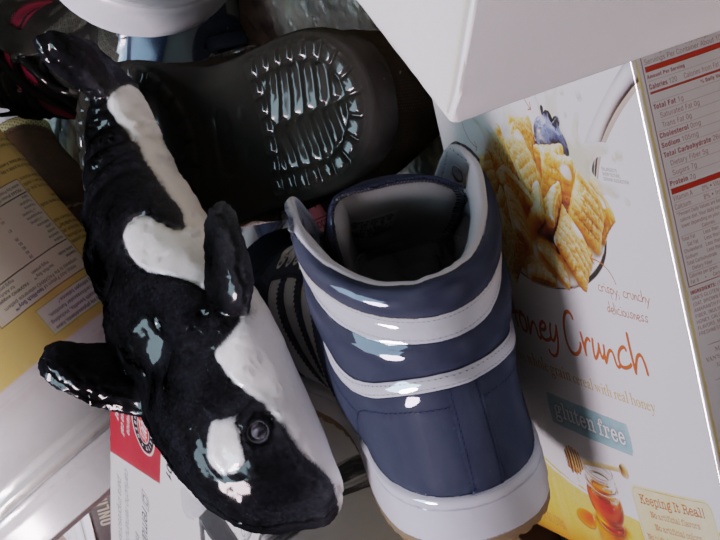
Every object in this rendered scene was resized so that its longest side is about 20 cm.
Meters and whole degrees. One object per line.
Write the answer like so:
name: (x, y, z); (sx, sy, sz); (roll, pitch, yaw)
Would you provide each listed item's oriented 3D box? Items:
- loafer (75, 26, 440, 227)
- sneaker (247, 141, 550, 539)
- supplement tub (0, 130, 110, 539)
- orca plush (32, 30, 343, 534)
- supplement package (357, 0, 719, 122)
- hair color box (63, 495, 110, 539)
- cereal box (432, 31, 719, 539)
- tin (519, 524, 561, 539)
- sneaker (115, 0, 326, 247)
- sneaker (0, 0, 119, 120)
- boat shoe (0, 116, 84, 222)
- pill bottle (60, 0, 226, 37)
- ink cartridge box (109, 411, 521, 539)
loafer: (-0.034, -0.046, 0.919); (0.200, 0.071, 0.073); (-3, 94, 52)
sneaker: (0.000, 0.000, 0.828); (0.200, 0.070, 0.109); (-134, 26, -58)
supplement tub: (-0.176, 0.023, 1.081); (0.200, 0.145, 0.145); (49, 155, 1)
orca plush: (-0.077, 0.009, 0.841); (0.105, 0.071, 0.200); (107, 141, -67)
supplement package: (0.028, -0.158, 0.667); (0.200, 0.117, 0.118); (55, 153, 32)
hair color box: (-0.139, 0.070, 1.265); (0.200, 0.064, 0.111); (-154, 48, -68)
cereal box: (0.076, -0.004, 0.777); (0.144, 0.039, 0.201); (19, 126, 65)
tin: (0.045, 0.143, 0.972); (0.112, 0.042, 0.201); (33, 137, 61)
sneaker: (-0.046, -0.041, 1.015); (0.082, 0.070, 0.201); (6, 111, 30)
sneaker: (-0.133, -0.088, 1.109); (0.200, 0.084, 0.077); (17, 119, 64)
boat shoe: (-0.169, -0.038, 1.257); (0.202, 0.075, 0.075); (1, 104, 66)
pill bottle: (-0.059, -0.163, 0.860); (0.112, 0.112, 0.200); (63, 156, 16)
ink cartridge box: (-0.012, 0.116, 0.926); (0.200, 0.084, 0.145); (50, 150, 36)
